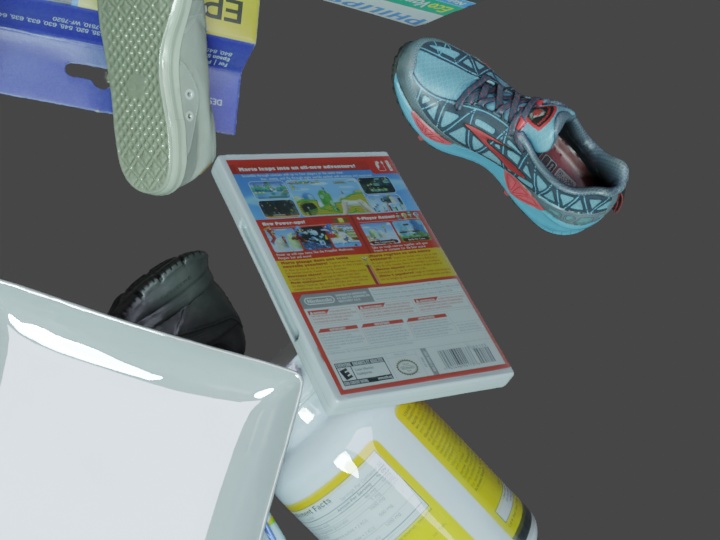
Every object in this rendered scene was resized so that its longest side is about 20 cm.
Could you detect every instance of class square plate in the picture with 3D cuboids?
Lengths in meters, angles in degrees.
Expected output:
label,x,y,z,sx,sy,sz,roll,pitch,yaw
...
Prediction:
label,x,y,z,sx,sy,sz,roll,pitch,yaw
square plate,-0.150,0.126,0.689,0.200,0.028,0.199,19,72,-14

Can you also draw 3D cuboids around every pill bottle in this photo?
label,x,y,z,sx,sy,sz,roll,pitch,yaw
pill bottle,0.012,0.134,0.791,0.200,0.112,0.112,47,67,-7

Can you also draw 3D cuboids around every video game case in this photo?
label,x,y,z,sx,sy,sz,roll,pitch,yaw
video game case,0.000,0.000,0.801,0.143,0.017,0.200,-5,54,-35

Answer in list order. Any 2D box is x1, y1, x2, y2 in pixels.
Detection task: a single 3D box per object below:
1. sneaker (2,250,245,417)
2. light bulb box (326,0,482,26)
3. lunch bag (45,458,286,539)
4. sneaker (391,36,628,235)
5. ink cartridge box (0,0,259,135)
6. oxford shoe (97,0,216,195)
label,x,y,z,sx,sy,sz,roll,pitch,yaw
sneaker,-0.153,0.073,0.762,0.200,0.076,0.091,-39,102,-21
light bulb box,0.007,-0.296,0.834,0.198,0.125,0.201,7,81,-38
lunch bag,-0.104,0.222,0.743,0.161,0.082,0.200,-31,91,-22
sneaker,0.116,-0.111,0.889,0.200,0.096,0.079,35,69,-12
ink cartridge box,-0.165,-0.209,0.828,0.197,0.047,0.200,8,75,-20
oxford shoe,-0.127,-0.150,0.792,0.058,0.075,0.200,-19,112,-53
